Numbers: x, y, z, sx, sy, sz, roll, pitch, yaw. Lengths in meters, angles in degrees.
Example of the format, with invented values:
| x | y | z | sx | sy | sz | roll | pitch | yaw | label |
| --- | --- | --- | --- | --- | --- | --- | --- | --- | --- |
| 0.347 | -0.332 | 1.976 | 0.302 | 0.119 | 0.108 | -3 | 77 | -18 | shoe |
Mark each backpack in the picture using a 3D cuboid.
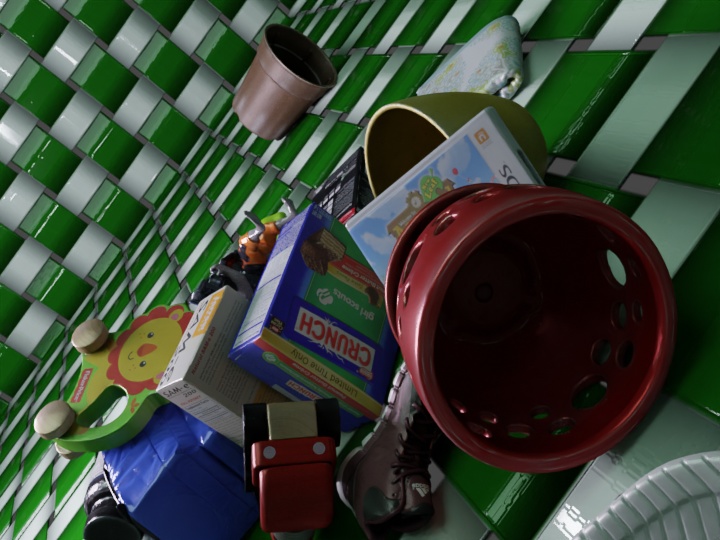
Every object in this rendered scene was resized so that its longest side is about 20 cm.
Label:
| x | y | z | sx | sy | sz | roll | pitch | yaw | label |
| --- | --- | --- | --- | --- | --- | --- | --- | --- | --- |
| -0.216 | 0.246 | 1.069 | 0.168 | 0.164 | 0.199 | -45 | 29 | -16 | backpack |

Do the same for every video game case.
| x | y | z | sx | sy | sz | roll | pitch | yaw | label |
| --- | --- | --- | --- | --- | --- | --- | --- | --- | --- |
| 0.101 | -0.021 | 0.823 | 0.199 | 0.184 | 0.022 | -36 | -3 | 36 | video game case |

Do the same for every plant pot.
| x | y | z | sx | sy | sz | roll | pitch | yaw | label |
| --- | --- | --- | --- | --- | --- | --- | --- | --- | --- |
| 0.120 | 0.029 | 0.681 | 0.201 | 0.199 | 0.183 | -51 | 14 | 5 | plant pot |
| 0.118 | -0.110 | 0.928 | 0.141 | 0.203 | 0.199 | -30 | 13 | -25 | plant pot |
| -0.187 | -0.423 | 1.990 | 0.199 | 0.198 | 0.202 | -47 | 21 | 33 | plant pot |

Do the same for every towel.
| x | y | z | sx | sy | sz | roll | pitch | yaw | label |
| --- | --- | --- | --- | --- | --- | --- | --- | --- | --- |
| 0.152 | -0.257 | 1.232 | 0.199 | 0.048 | 0.173 | -39 | 29 | 32 | towel |

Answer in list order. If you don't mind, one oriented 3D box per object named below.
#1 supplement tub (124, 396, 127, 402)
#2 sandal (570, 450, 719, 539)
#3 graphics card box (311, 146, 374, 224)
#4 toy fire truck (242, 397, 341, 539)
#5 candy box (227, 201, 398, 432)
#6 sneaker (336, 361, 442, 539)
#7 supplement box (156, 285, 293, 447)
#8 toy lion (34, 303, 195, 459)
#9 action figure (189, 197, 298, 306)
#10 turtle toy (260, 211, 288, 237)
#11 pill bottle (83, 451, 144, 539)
| x | y | z | sx | sy | sz | roll | pitch | yaw | label |
| --- | --- | --- | --- | --- | --- | --- | --- | --- | --- |
| -0.212 | 0.131 | 1.180 | 0.196 | 0.142 | 0.142 | -12 | 37 | 18 | supplement tub |
| 0.185 | 0.165 | 0.526 | 0.202 | 0.084 | 0.049 | -40 | -18 | 34 | sandal |
| -0.028 | -0.093 | 1.347 | 0.125 | 0.051 | 0.202 | -42 | 26 | 28 | graphics card box |
| -0.080 | 0.247 | 0.832 | 0.177 | 0.125 | 0.204 | 102 | 163 | -58 | toy fire truck |
| -0.037 | 0.052 | 0.990 | 0.077 | 0.168 | 0.203 | -33 | 30 | 46 | candy box |
| 0.058 | 0.163 | 0.783 | 0.202 | 0.075 | 0.116 | -60 | 25 | 13 | sneaker |
| -0.117 | 0.131 | 0.994 | 0.073 | 0.199 | 0.128 | -26 | 33 | 47 | supplement box |
| -0.284 | 0.130 | 1.077 | 0.187 | 0.069 | 0.203 | -6 | 47 | 20 | toy lion |
| -0.164 | 0.005 | 1.256 | 0.196 | 0.103 | 0.200 | -66 | -4 | 25 | action figure |
| -0.164 | -0.004 | 1.420 | 0.201 | 0.100 | 0.146 | -48 | 22 | 12 | turtle toy |
| -0.354 | 0.325 | 1.305 | 0.112 | 0.111 | 0.202 | -43 | 24 | 22 | pill bottle |
